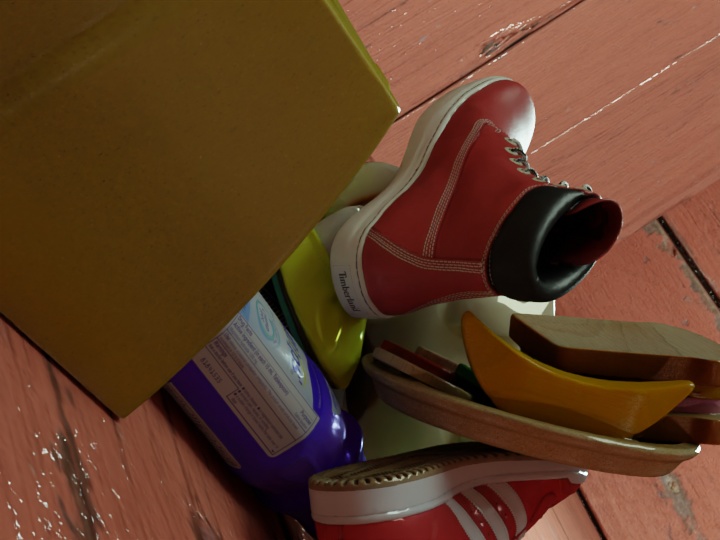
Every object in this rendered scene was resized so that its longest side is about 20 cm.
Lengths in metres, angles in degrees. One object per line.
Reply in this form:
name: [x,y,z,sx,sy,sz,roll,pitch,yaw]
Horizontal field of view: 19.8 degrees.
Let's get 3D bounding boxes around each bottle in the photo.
bottle: [-0.051,0.064,1.030,0.200,0.065,0.084,55,5,-34]

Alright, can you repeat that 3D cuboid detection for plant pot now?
plant pot: [-0.102,-0.096,0.865,0.200,0.176,0.201,51,9,-52]

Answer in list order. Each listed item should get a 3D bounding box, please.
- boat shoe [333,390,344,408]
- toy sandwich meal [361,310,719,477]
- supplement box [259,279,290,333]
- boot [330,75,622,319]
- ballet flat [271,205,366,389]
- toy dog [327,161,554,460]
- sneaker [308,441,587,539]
boat shoe: [-0.046,0.019,1.291,0.200,0.073,0.068,57,10,-22]
toy sandwich meal: [0.101,0.053,1.088,0.204,0.071,0.205,14,4,-1]
supplement box: [-0.095,-0.018,1.121,0.109,0.061,0.200,64,8,32]
boot: [0.088,-0.044,1.098,0.200,0.143,0.073,-54,130,-46]
ballet flat: [-0.026,-0.028,1.125,0.067,0.067,0.201,52,12,-52]
toy dog: [0.032,0.029,1.235,0.140,0.193,0.201,-131,-159,-69]
sneaker: [0.049,0.149,1.052,0.199,0.071,0.113,-5,91,-48]
